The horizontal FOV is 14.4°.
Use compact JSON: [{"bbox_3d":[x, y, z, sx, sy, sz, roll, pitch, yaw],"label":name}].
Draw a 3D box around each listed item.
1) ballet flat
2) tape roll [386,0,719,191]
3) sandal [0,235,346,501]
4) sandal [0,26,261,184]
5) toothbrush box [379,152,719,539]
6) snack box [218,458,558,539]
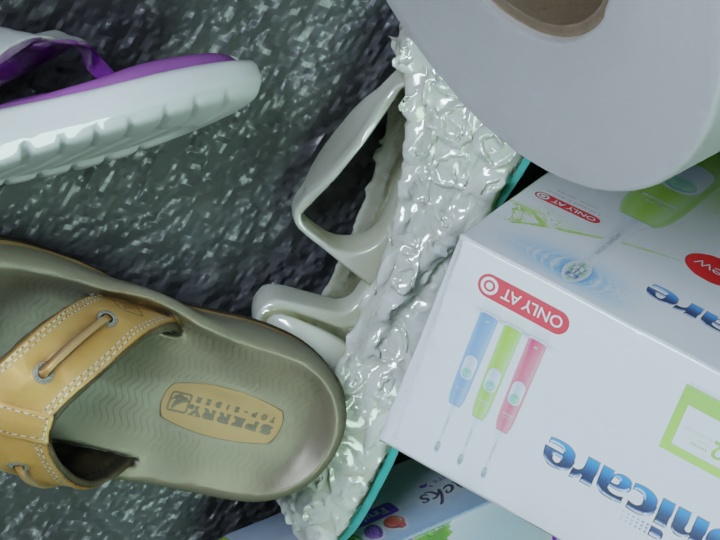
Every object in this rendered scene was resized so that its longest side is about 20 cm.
[{"bbox_3d":[0.000,0.000,0.970,0.072,0.072,0.200,4,118,-45],"label":"ballet flat"},{"bbox_3d":[0.091,-0.141,0.807,0.139,0.203,0.203,-27,138,-23],"label":"tape roll"},{"bbox_3d":[-0.088,0.040,0.892,0.200,0.054,0.080,13,111,-28],"label":"sandal"},{"bbox_3d":[-0.117,-0.048,0.812,0.203,0.082,0.050,-15,89,-32],"label":"sandal"},{"bbox_3d":[0.120,0.026,0.971,0.200,0.146,0.086,-34,149,-58],"label":"toothbrush box"},{"bbox_3d":[0.049,0.135,1.076,0.200,0.053,0.142,-20,120,-29],"label":"snack box"}]
